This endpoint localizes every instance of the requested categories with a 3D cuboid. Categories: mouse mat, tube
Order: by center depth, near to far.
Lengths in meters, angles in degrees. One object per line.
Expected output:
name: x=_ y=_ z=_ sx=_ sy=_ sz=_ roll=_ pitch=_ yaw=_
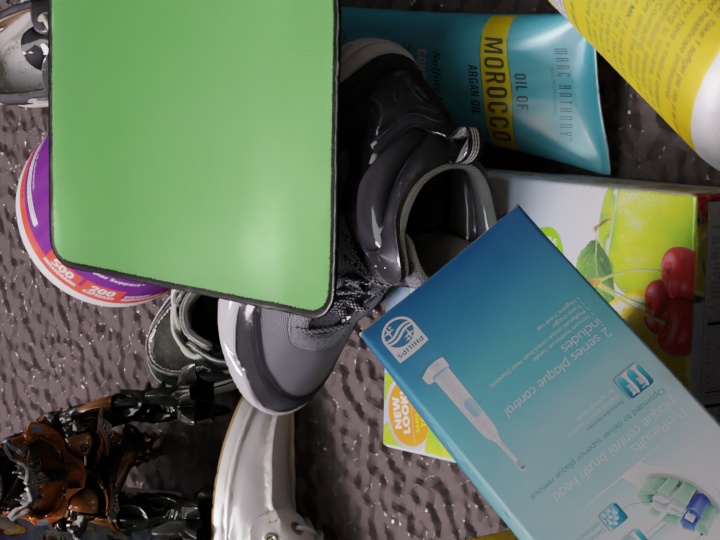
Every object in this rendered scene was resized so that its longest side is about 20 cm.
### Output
mouse mat: x=-0.084 y=-0.068 z=1.039 sx=0.199 sy=0.008 sz=0.162 roll=10 pitch=104 yaw=39
tube: x=0.043 y=-0.098 z=1.070 sx=0.200 sy=0.050 sz=0.078 roll=13 pitch=123 yaw=43

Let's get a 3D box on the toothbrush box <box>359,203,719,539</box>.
toothbrush box: x=0.106 y=0.093 z=0.848 sx=0.085 sy=0.146 sz=0.200 roll=-38 pitch=57 yaw=-1

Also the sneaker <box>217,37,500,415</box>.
sneaker: x=0.000 y=0.000 z=1.024 sx=0.114 sy=0.075 sz=0.201 roll=43 pitch=123 yaw=44

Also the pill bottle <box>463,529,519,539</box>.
pill bottle: x=0.029 y=0.185 z=0.995 sx=0.111 sy=0.199 sz=0.112 roll=6 pitch=99 yaw=48

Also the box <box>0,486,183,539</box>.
box: x=-0.160 y=0.174 z=1.193 sx=0.200 sy=0.136 sz=0.040 roll=-113 pitch=33 yaw=-68

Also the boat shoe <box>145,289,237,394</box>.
boat shoe: x=-0.072 y=0.020 z=1.188 sx=0.200 sy=0.071 sz=0.072 roll=-30 pitch=72 yaw=47

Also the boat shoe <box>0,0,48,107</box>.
boat shoe: x=-0.180 y=-0.135 z=1.302 sx=0.200 sy=0.060 sz=0.074 roll=-2 pitch=92 yaw=48

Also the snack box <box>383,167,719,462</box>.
snack box: x=0.094 y=0.027 z=1.015 sx=0.200 sy=0.053 sz=0.143 roll=9 pitch=99 yaw=49

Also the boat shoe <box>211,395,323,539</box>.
boat shoe: x=-0.042 y=0.164 z=1.182 sx=0.069 sy=0.071 sz=0.201 roll=1 pitch=85 yaw=17

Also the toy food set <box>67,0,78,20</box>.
toy food set: x=-0.069 y=-0.212 z=1.113 sx=0.200 sy=0.060 sz=0.144 roll=-44 pitch=18 yaw=30

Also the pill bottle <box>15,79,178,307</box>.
pill bottle: x=-0.108 y=-0.057 z=1.161 sx=0.200 sy=0.112 sz=0.113 roll=-35 pitch=68 yaw=61

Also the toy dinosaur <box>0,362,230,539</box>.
toy dinosaur: x=-0.146 y=0.101 z=1.199 sx=0.135 sy=0.200 sz=0.103 roll=-4 pitch=111 yaw=14

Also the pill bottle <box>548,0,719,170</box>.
pill bottle: x=0.155 y=-0.111 z=0.886 sx=0.200 sy=0.114 sz=0.115 roll=52 pitch=129 yaw=32
